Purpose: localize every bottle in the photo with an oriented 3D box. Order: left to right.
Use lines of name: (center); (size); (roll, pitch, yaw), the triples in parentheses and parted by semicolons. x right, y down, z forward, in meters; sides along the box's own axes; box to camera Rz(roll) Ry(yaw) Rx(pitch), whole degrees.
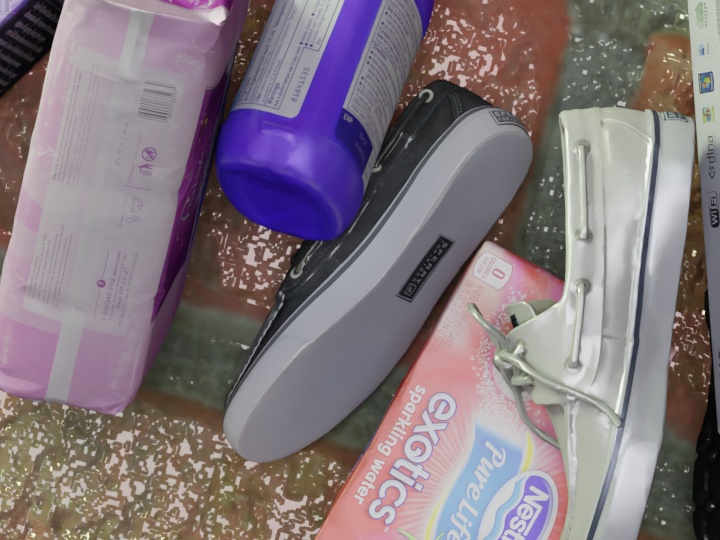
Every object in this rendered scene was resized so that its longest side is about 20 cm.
bottle: (-0.004, -0.116, 1.136); (0.065, 0.084, 0.201); (16, 70, 14)

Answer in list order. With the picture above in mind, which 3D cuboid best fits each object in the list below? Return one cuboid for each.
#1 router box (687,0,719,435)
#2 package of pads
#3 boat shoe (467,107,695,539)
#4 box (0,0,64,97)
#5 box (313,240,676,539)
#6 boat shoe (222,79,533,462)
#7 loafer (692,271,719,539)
router box: (0.235, -0.031, 1.107); (0.179, 0.049, 0.201); (-3, 88, -29)
package of pads: (-0.104, -0.048, 1.102); (0.075, 0.121, 0.201); (15, 117, -1)
boat shoe: (0.086, 0.029, 1.052); (0.086, 0.075, 0.203); (8, 87, 1)
box: (-0.228, -0.131, 1.156); (0.200, 0.104, 0.148); (-45, 86, 2)
box: (0.050, 0.097, 1.137); (0.102, 0.095, 0.200); (31, 91, 2)
boat shoe: (0.000, 0.000, 1.164); (0.200, 0.069, 0.057); (-50, 54, 3)
loafer: (0.197, 0.040, 1.149); (0.070, 0.068, 0.201); (9, 84, -26)
